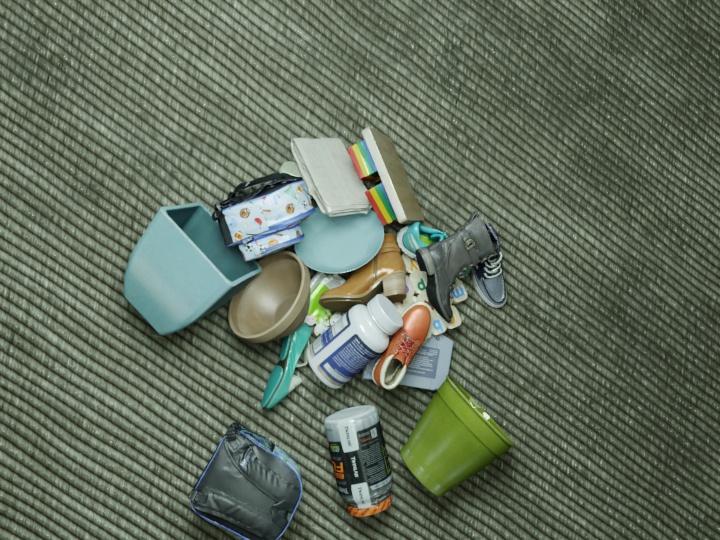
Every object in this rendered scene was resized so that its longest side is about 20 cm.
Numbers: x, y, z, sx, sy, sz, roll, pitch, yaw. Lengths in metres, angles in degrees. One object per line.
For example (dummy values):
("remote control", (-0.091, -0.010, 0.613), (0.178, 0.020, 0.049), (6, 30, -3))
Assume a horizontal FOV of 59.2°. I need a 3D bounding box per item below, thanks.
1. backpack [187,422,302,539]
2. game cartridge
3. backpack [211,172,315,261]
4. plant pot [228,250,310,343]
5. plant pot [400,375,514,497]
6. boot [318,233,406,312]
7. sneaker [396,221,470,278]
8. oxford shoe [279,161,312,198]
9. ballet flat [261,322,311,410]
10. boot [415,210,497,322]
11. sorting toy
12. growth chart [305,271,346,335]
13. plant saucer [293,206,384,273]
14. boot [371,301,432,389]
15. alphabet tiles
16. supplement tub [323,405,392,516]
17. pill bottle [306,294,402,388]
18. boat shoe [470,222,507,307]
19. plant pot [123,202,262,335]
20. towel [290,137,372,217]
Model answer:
("backpack", (-0.218, 0.430, 1.279), (0.197, 0.147, 0.186), (31, 82, -2))
("game cartridge", (0.106, 0.186, 1.405), (0.195, 0.041, 0.137), (13, 88, -16))
("backpack", (-0.184, -0.113, 1.284), (0.187, 0.200, 0.157), (-26, 104, 6))
("plant pot", (-0.172, 0.069, 1.317), (0.203, 0.199, 0.093), (-54, 134, -9))
("plant pot", (0.191, 0.366, 1.351), (0.200, 0.200, 0.193), (44, 92, -5))
("boot", (0.000, 0.000, 1.371), (0.195, 0.077, 0.159), (-12, 61, 7))
("sneaker", (0.172, -0.043, 1.394), (0.197, 0.079, 0.079), (25, 55, -23))
("oxford shoe", (-0.087, -0.184, 1.393), (0.195, 0.058, 0.076), (12, 40, -17))
("ballet flat", (-0.149, 0.206, 1.351), (0.069, 0.067, 0.205), (20, 85, -23))
("boot", (0.218, -0.005, 1.354), (0.171, 0.069, 0.204), (-26, 115, -12))
("sorting toy", (0.053, -0.186, 1.356), (0.068, 0.200, 0.203), (-23, 87, 16))
("growth chart", (-0.045, 0.088, 1.398), (0.198, 0.018, 0.147), (32, 81, -10))
("plant saucer", (-0.045, -0.064, 1.364), (0.195, 0.039, 0.205), (-4, 51, 5))
("boot", (0.094, 0.158, 1.316), (0.074, 0.107, 0.203), (29, 87, -1))
("alphabet tiles", (0.140, 0.049, 1.415), (0.196, 0.015, 0.199), (-18, 76, -20))
("supplement tub", (-0.001, 0.398, 1.336), (0.120, 0.122, 0.205), (-13, 88, -11))
("pill bottle", (-0.009, 0.144, 1.318), (0.199, 0.111, 0.111), (-41, 94, 18))
("boat shoe", (0.289, -0.012, 1.431), (0.073, 0.093, 0.204), (-24, 91, -11))
("plant pot", (-0.350, 0.010, 1.258), (0.200, 0.196, 0.196), (-44, 90, 12))
("towel", (-0.060, -0.202, 1.355), (0.130, 0.035, 0.203), (-7, 62, -36))
